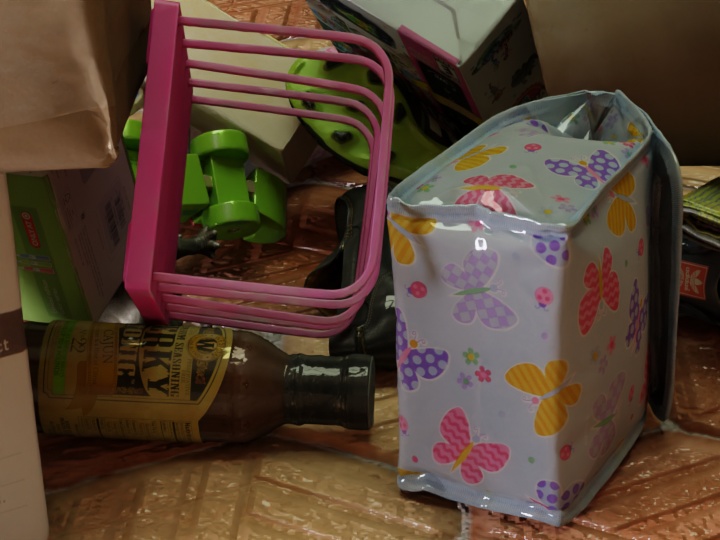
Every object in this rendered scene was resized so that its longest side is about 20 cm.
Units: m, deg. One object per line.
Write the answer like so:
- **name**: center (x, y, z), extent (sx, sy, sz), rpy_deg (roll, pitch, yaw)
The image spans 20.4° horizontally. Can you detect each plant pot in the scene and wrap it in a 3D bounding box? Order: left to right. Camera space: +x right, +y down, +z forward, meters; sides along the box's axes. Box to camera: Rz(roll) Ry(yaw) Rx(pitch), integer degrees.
- **plant pot**: center (0.193, -0.142, 1.197), extent (0.172, 0.202, 0.200), rpy_deg (-13, 21, 10)

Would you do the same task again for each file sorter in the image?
- **file sorter**: center (-0.050, -0.043, 1.049), extent (0.124, 0.140, 0.200), rpy_deg (6, -7, -2)

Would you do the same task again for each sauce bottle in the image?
- **sauce bottle**: center (-0.091, 0.061, 1.087), extent (0.198, 0.065, 0.065), rpy_deg (1, 23, 4)

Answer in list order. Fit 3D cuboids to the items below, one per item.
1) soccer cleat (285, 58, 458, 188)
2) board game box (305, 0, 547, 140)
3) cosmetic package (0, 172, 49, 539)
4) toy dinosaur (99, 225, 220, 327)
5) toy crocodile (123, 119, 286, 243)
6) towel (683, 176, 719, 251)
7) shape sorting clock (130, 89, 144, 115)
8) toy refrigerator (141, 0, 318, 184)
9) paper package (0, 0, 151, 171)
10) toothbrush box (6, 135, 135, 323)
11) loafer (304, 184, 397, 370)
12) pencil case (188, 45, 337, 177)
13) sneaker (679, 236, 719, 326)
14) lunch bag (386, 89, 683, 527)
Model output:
- **soccer cleat**: center (0.035, -0.070, 1.302), extent (0.199, 0.081, 0.068), rpy_deg (33, 74, 8)
- **board game box**: center (0.047, -0.144, 1.298), extent (0.147, 0.064, 0.200), rpy_deg (35, -7, 24)
- **cosmetic package**: center (-0.265, 0.039, 0.979), extent (0.164, 0.202, 0.165), rpy_deg (-16, 26, -28)
- **toy dinosaur**: center (-0.151, 0.004, 1.218), extent (0.102, 0.078, 0.199), rpy_deg (-4, 23, -41)
- **toy crocodile**: center (-0.126, -0.052, 1.292), extent (0.199, 0.068, 0.062), rpy_deg (4, -23, -39)
- **towel**: center (0.272, -0.026, 1.172), extent (0.143, 0.023, 0.200), rpy_deg (21, 20, 22)
- **shape sorting clock**: center (-0.242, -0.101, 1.340), extent (0.198, 0.040, 0.200), rpy_deg (-5, 18, 2)
- **toy refrigerator**: center (-0.115, -0.147, 1.367), extent (0.199, 0.070, 0.076), rpy_deg (32, -11, 11)
- **paper package**: center (-0.205, -0.119, 0.954), extent (0.198, 0.104, 0.191), rpy_deg (-2, 21, 2)
- **toothbrush box**: center (-0.235, -0.058, 1.127), extent (0.198, 0.146, 0.086), rpy_deg (7, 44, 20)
- **loafer**: center (0.000, 0.000, 1.220), extent (0.072, 0.073, 0.200), rpy_deg (-10, 22, -7)
- **pencil case**: center (-0.040, -0.117, 1.484), extent (0.090, 0.084, 0.199), rpy_deg (15, 28, 39)
- **sneaker**: center (0.185, -0.003, 1.200), extent (0.198, 0.076, 0.085), rpy_deg (0, 18, 4)
- **lunch bag**: center (0.104, 0.010, 1.053), extent (0.126, 0.171, 0.200), rpy_deg (9, 24, 24)
